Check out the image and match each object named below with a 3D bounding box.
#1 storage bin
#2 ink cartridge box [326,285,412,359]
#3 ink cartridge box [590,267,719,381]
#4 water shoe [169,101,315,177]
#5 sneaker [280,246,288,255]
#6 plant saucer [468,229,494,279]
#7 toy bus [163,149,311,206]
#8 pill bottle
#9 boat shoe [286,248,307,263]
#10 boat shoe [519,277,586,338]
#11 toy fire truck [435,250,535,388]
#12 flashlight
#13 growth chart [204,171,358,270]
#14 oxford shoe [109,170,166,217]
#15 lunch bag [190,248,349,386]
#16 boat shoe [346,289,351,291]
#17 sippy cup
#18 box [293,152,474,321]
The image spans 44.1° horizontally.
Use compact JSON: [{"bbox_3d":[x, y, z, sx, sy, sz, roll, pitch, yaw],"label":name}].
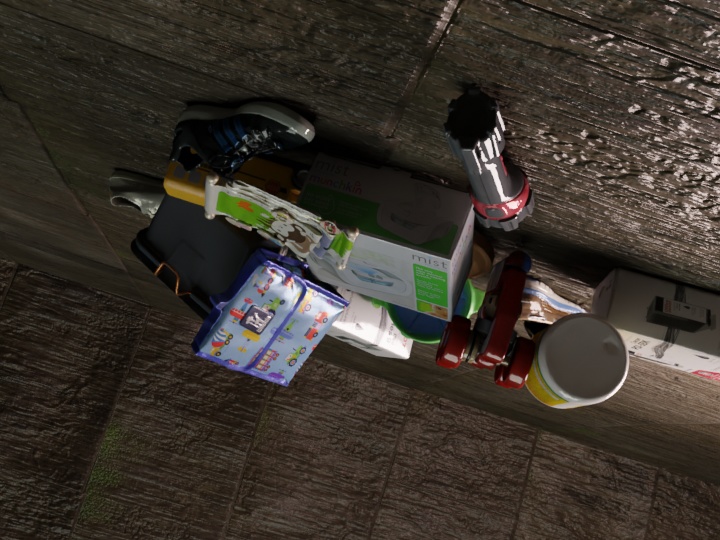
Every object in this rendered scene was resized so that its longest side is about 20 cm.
[{"bbox_3d":[-0.207,-0.039,1.224,0.200,0.135,0.145,40,-146,16],"label":"storage bin"},{"bbox_3d":[0.007,0.048,1.478,0.084,0.148,0.199,1,161,47],"label":"ink cartridge box"},{"bbox_3d":[0.415,0.076,1.191,0.198,0.084,0.147,15,168,7],"label":"ink cartridge box"},{"bbox_3d":[-0.133,-0.139,1.000,0.198,0.080,0.071,7,164,39],"label":"water shoe"},{"bbox_3d":[-0.178,-0.063,1.392,0.199,0.091,0.066,21,180,38],"label":"sneaker"},{"bbox_3d":[0.087,-0.033,1.235,0.198,0.033,0.201,18,163,6],"label":"plant saucer"},{"bbox_3d":[-0.145,-0.110,1.149,0.198,0.079,0.065,18,168,-2],"label":"toy bus"},{"bbox_3d":[0.274,0.124,1.177,0.111,0.114,0.200,16,170,4],"label":"pill bottle"},{"bbox_3d":[-0.087,-0.038,1.388,0.072,0.072,0.199,18,167,-31],"label":"boat shoe"},{"bbox_3d":[0.289,0.076,1.388,0.199,0.073,0.072,27,164,-39],"label":"boat shoe"},{"bbox_3d":[0.177,0.059,1.176,0.111,0.170,0.200,17,174,3],"label":"toy fire truck"},{"bbox_3d":[0.124,-0.105,0.856,0.068,0.068,0.200,49,178,28],"label":"flashlight"},{"bbox_3d":[-0.096,-0.055,1.032,0.198,0.018,0.145,22,159,5],"label":"growth chart"},{"bbox_3d":[-0.315,-0.110,1.431,0.198,0.058,0.075,13,163,9],"label":"oxford shoe"},{"bbox_3d":[-0.131,0.054,1.168,0.094,0.151,0.200,42,-171,31],"label":"lunch bag"},{"bbox_3d":[0.001,0.000,1.234,0.197,0.067,0.074,18,-173,24],"label":"boat shoe"},{"bbox_3d":[0.117,0.046,1.391,0.177,0.140,0.130,39,-175,15],"label":"sippy cup"},{"bbox_3d":[0.034,-0.041,1.092,0.198,0.098,0.177,17,158,13],"label":"box"}]
